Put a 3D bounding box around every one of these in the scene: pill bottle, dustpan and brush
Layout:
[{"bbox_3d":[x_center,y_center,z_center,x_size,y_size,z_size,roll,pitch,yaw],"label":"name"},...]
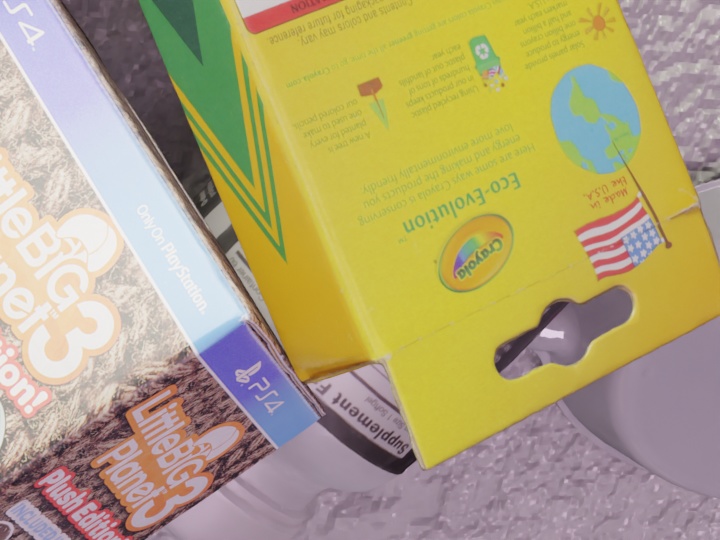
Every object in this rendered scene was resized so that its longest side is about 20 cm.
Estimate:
[{"bbox_3d":[0.000,0.000,0.826,0.200,0.117,0.116,-46,124,8],"label":"pill bottle"},{"bbox_3d":[0.099,0.025,0.926,0.199,0.057,0.141,-3,118,-28],"label":"dustpan and brush"}]

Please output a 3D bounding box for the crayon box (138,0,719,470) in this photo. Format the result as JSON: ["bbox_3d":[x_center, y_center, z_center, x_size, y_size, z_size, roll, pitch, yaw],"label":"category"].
[{"bbox_3d":[0.015,-0.055,0.707,0.126,0.051,0.201,-23,92,-30],"label":"crayon box"}]

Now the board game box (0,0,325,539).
[{"bbox_3d":[-0.141,0.023,0.741,0.199,0.160,0.097,-34,157,-1],"label":"board game box"}]
